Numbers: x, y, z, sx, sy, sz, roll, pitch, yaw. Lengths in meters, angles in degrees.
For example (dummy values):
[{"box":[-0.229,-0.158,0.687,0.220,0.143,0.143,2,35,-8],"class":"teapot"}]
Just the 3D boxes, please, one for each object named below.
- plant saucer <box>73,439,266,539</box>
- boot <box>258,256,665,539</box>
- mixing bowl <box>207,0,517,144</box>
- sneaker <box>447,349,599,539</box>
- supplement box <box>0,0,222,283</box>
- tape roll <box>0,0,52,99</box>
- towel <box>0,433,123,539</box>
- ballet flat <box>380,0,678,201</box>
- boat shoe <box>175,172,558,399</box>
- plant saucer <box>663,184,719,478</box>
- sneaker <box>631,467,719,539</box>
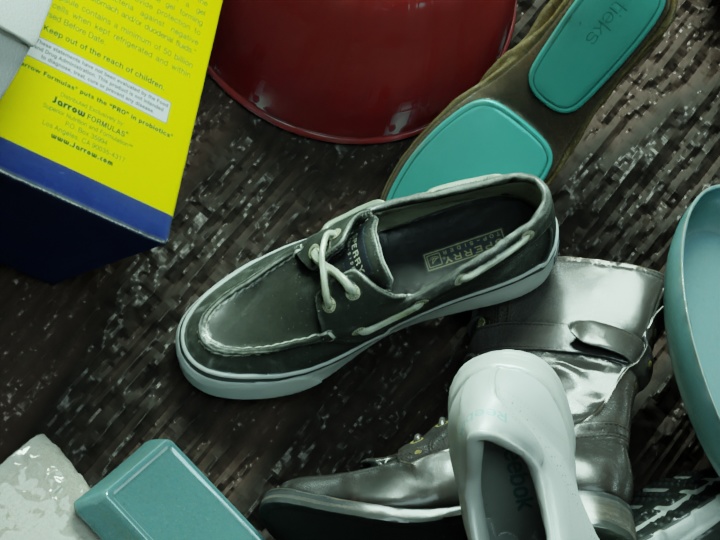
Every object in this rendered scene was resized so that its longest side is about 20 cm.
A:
[{"box":[-0.044,0.162,0.900,0.200,0.019,0.070,46,35,4],"class":"plant saucer"},{"box":[0.058,0.067,0.948,0.198,0.070,0.175,0,51,12],"class":"boot"},{"box":[0.004,-0.178,0.994,0.198,0.108,0.202,5,71,-14],"class":"mixing bowl"},{"box":[0.080,0.139,0.824,0.075,0.089,0.201,-20,104,15],"class":"sneaker"},{"box":[-0.142,-0.112,0.917,0.109,0.108,0.202,25,65,-32],"class":"supplement box"},{"box":[-0.204,-0.123,0.868,0.037,0.202,0.205,28,64,-37],"class":"tape roll"},{"box":[-0.174,0.186,0.868,0.133,0.034,0.200,47,66,3],"class":"towel"},{"box":[0.087,-0.087,0.992,0.068,0.072,0.200,39,107,-1],"class":"ballet flat"},{"box":[0.000,0.000,0.935,0.198,0.064,0.071,-22,66,-2],"class":"boat shoe"},{"box":[0.205,0.055,0.962,0.200,0.027,0.202,34,44,-40],"class":"plant saucer"},{"box":[0.129,0.168,0.941,0.199,0.074,0.080,-34,97,-17],"class":"sneaker"}]
